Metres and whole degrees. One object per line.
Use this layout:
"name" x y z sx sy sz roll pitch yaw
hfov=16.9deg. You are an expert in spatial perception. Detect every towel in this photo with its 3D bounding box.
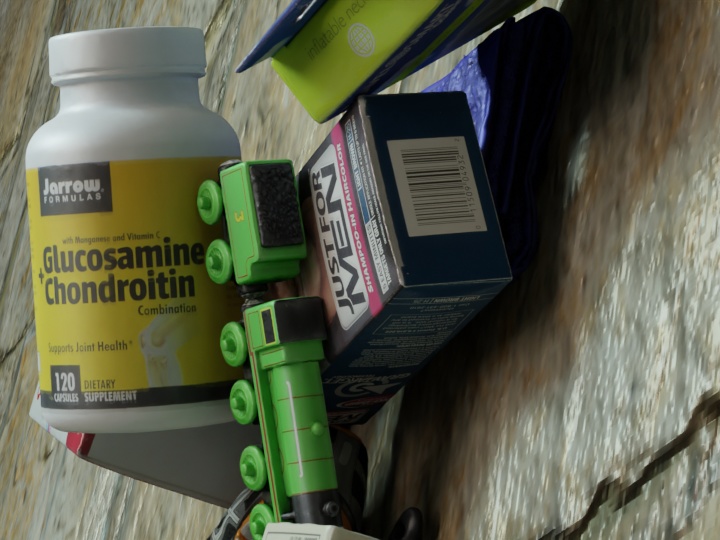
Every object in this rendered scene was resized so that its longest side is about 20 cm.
"towel" 0.038 -0.041 1.262 0.200 0.049 0.149 142 144 -62

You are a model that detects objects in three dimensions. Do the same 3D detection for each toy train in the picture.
"toy train" -0.040 0.042 1.180 0.056 0.042 0.201 -18 80 54

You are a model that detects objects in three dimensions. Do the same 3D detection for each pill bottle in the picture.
"pill bottle" -0.114 -0.021 1.246 0.112 0.111 0.201 179 87 -73

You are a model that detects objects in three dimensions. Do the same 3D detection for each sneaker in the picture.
"sneaker" -0.047 0.151 1.303 0.200 0.078 0.077 -44 18 51

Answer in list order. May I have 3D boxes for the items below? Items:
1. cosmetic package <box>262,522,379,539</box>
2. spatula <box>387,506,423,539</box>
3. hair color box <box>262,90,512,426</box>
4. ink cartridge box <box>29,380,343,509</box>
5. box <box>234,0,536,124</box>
"cosmetic package" -0.019 0.221 1.090 0.103 0.087 0.201 -10 62 70
"spatula" -0.012 0.203 1.201 0.201 0.020 0.057 -64 30 16
"hair color box" 0.000 0.000 1.202 0.200 0.060 0.101 131 131 -59
"ink cartridge box" -0.096 0.051 1.425 0.200 0.144 0.146 -171 99 -74
"box" 0.044 -0.142 1.147 0.200 0.048 0.122 -33 -7 -41
